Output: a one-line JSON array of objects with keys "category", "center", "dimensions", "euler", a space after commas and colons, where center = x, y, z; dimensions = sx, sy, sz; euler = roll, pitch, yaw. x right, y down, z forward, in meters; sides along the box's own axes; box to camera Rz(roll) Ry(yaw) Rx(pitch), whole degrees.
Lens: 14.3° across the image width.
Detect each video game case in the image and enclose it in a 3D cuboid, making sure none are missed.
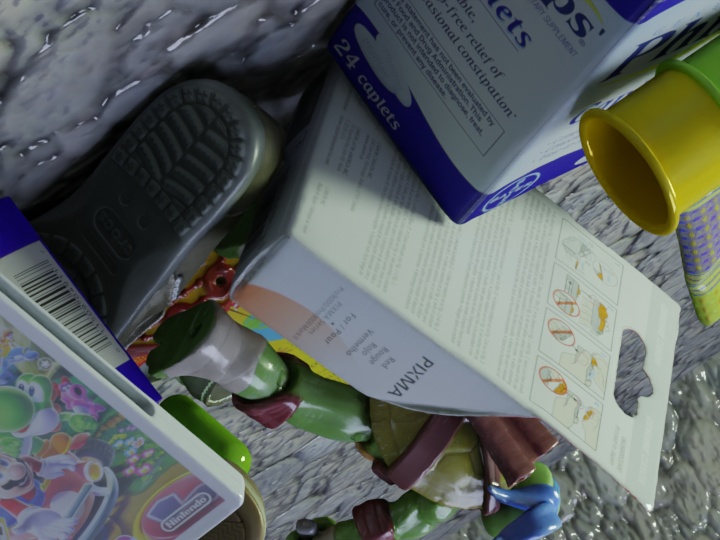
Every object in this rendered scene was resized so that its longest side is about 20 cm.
[{"category": "video game case", "center": [-0.163, 0.066, 1.103], "dimensions": [0.143, 0.200, 0.018], "euler": [-38, -153, 21]}]

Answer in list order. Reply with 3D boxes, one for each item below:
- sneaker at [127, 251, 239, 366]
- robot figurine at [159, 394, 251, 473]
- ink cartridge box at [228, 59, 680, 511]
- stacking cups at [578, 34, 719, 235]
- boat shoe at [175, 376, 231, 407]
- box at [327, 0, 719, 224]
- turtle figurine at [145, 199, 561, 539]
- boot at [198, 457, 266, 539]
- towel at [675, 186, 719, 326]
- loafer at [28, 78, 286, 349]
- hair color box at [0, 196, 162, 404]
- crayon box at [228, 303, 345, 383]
[{"category": "sneaker", "center": [-0.129, 0.025, 1.328], "dimensions": [0.200, 0.073, 0.077], "euler": [-39, -159, 7]}, {"category": "robot figurine", "center": [-0.145, 0.147, 1.626], "dimensions": [0.176, 0.116, 0.200], "euler": [-55, 168, -1]}, {"category": "ink cartridge box", "center": [0.046, 0.011, 1.246], "dimensions": [0.050, 0.200, 0.162], "euler": [-42, -163, 31]}, {"category": "stacking cups", "center": [0.184, -0.092, 1.163], "dimensions": [0.200, 0.061, 0.061], "euler": [-34, 169, -14]}, {"category": "boat shoe", "center": [-0.043, 0.030, 1.562], "dimensions": [0.072, 0.060, 0.202], "euler": [-25, 166, -38]}, {"category": "box", "center": [0.116, -0.134, 1.206], "dimensions": [0.184, 0.105, 0.200], "euler": [-27, 167, -33]}, {"category": "turtle figurine", "center": [-0.009, 0.059, 1.317], "dimensions": [0.144, 0.194, 0.200], "euler": [-46, -157, 9]}, {"category": "boot", "center": [-0.110, 0.118, 1.250], "dimensions": [0.200, 0.072, 0.155], "euler": [-31, -174, 22]}, {"category": "towel", "center": [0.204, -0.059, 1.320], "dimensions": [0.143, 0.023, 0.200], "euler": [-34, 152, -11]}, {"category": "loafer", "center": [-0.100, -0.003, 1.221], "dimensions": [0.200, 0.075, 0.070], "euler": [-39, 163, 26]}, {"category": "hair color box", "center": [-0.193, 0.073, 1.178], "dimensions": [0.200, 0.109, 0.065], "euler": [-39, 178, 22]}, {"category": "crayon box", "center": [0.000, 0.000, 1.413], "dimensions": [0.127, 0.051, 0.200], "euler": [-29, 145, 22]}]
